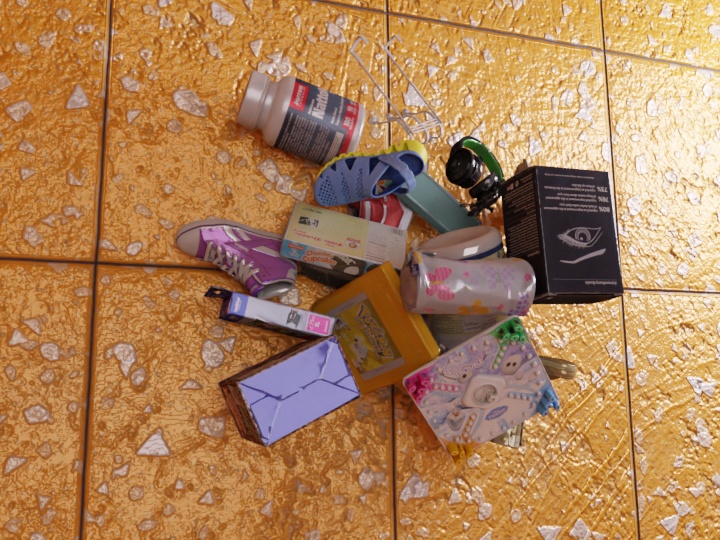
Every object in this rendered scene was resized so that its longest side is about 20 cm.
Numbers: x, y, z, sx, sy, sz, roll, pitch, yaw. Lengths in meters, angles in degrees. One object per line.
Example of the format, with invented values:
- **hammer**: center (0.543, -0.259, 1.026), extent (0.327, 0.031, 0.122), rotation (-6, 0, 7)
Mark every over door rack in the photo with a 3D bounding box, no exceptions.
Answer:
- **over door rack**: center (0.058, -0.308, 1.239), extent (0.147, 0.066, 0.202), rotation (-32, 95, -57)

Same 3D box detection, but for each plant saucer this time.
- **plant saucer**: center (0.132, -0.115, 1.228), extent (0.199, 0.019, 0.070), rotation (38, 73, -20)

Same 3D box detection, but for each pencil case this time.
- **pencil case**: center (0.156, 0.020, 1.038), extent (0.196, 0.084, 0.092), rotation (4, 56, -14)

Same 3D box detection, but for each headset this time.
- **headset**: center (0.217, -0.169, 1.266), extent (0.123, 0.094, 0.202), rotation (37, 44, -19)

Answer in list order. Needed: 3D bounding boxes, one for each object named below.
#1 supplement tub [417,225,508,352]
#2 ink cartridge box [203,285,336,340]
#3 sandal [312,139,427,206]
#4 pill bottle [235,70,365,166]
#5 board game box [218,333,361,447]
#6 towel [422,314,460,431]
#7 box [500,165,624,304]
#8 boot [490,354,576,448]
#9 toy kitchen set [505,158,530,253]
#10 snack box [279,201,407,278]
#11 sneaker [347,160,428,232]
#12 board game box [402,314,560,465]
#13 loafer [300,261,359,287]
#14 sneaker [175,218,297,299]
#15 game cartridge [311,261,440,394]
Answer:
- **supplement tub**: center (0.180, 0.042, 1.164), extent (0.143, 0.145, 0.203), rotation (-19, 102, -21)
- **ink cartridge box**: center (-0.148, 0.071, 1.111), extent (0.197, 0.119, 0.043), rotation (18, 77, -16)
- **sandal**: center (0.014, -0.148, 1.141), extent (0.197, 0.088, 0.080), rotation (-18, 129, 13)
- **pill bottle**: center (-0.101, -0.254, 1.184), extent (0.197, 0.119, 0.122), rotation (18, 75, -15)
- **board game box**: center (-0.112, 0.178, 1.061), extent (0.158, 0.200, 0.098), rotation (-24, 89, -20)
- **towel**: center (0.127, 0.148, 1.175), extent (0.024, 0.147, 0.202), rotation (-22, 102, 17)
- **box**: center (0.313, -0.051, 1.110), extent (0.145, 0.104, 0.204), rotation (2, 79, -21)
- **boot**: center (0.275, 0.221, 1.190), extent (0.072, 0.199, 0.158), rotation (16, 77, -34)
- **toy kitchen set**: center (0.261, -0.077, 1.274), extent (0.163, 0.179, 0.202), rotation (47, 28, -34)
- **snack box**: center (-0.024, -0.045, 1.153), extent (0.197, 0.038, 0.117), rotation (15, 36, -3)
- **sneaker**: center (0.045, -0.144, 1.241), extent (0.111, 0.071, 0.203), rotation (22, 76, -17)
- **board game box**: center (0.191, 0.190, 1.082), extent (0.198, 0.026, 0.201), rotation (-30, 121, 5)
- **loafer**: center (0.000, 0.000, 1.182), extent (0.197, 0.075, 0.071), rotation (21, 66, 3)
- **sneaker**: center (-0.193, -0.013, 1.113), extent (0.197, 0.073, 0.116), rotation (8, 48, -17)
- **game cartridge**: center (0.022, 0.098, 1.124), extent (0.032, 0.199, 0.178), rotation (-31, 90, -40)
